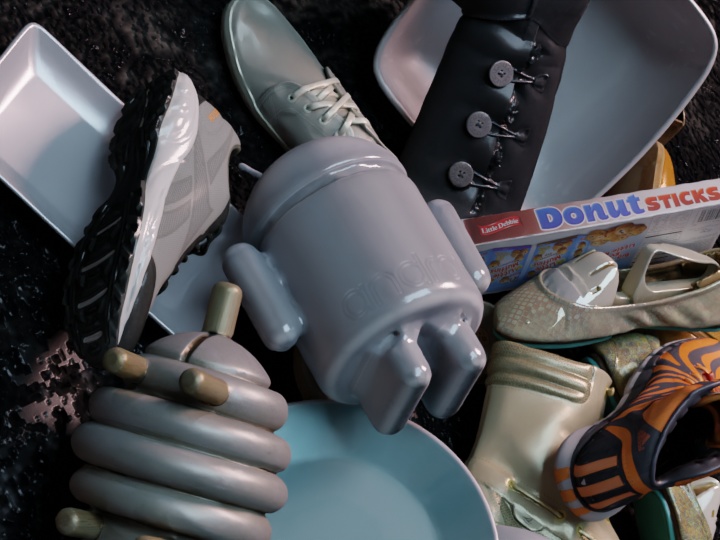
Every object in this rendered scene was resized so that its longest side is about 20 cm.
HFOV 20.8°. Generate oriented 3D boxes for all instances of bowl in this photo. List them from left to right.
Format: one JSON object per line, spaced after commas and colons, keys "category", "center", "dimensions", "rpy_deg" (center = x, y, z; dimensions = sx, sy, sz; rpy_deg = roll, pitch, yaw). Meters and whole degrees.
{"category": "bowl", "center": [0.126, -0.155, 1.389], "dimensions": [0.199, 0.200, 0.075], "rpy_deg": [41, 7, -13]}

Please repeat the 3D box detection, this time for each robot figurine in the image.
{"category": "robot figurine", "center": [0.000, 0.000, 1.196], "dimensions": [0.169, 0.113, 0.201], "rpy_deg": [-12, 58, -34]}

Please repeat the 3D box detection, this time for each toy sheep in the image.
{"category": "toy sheep", "center": [-0.100, 0.103, 1.088], "dimensions": [0.137, 0.138, 0.202], "rpy_deg": [23, 83, -29]}

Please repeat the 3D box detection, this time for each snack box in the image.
{"category": "snack box", "center": [0.158, -0.022, 1.351], "dimensions": [0.198, 0.072, 0.024], "rpy_deg": [-9, 61, -16]}

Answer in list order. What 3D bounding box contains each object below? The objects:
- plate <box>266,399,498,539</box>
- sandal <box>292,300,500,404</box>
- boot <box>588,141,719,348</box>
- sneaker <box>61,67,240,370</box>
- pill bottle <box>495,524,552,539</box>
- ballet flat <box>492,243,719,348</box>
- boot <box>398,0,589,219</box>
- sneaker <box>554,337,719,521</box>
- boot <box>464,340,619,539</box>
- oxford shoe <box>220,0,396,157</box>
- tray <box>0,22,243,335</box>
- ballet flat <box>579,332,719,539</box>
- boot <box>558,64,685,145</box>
{"category": "plate", "center": [-0.017, 0.169, 1.160], "dimensions": [0.198, 0.026, 0.202], "rpy_deg": [4, 55, -6]}
{"category": "sandal", "center": [0.036, 0.047, 1.284], "dimensions": [0.199, 0.054, 0.081], "rpy_deg": [-6, 73, -41]}
{"category": "boot", "center": [0.245, 0.017, 1.452], "dimensions": [0.143, 0.071, 0.203], "rpy_deg": [19, 71, -22]}
{"category": "sneaker", "center": [-0.116, -0.026, 1.155], "dimensions": [0.079, 0.074, 0.201], "rpy_deg": [36, 51, -27]}
{"category": "pill bottle", "center": [0.068, 0.261, 1.169], "dimensions": [0.112, 0.112, 0.201], "rpy_deg": [40, 50, -17]}
{"category": "ballet flat", "center": [0.176, 0.011, 1.347], "dimensions": [0.198, 0.063, 0.067], "rpy_deg": [-5, 30, -29]}
{"category": "boot", "center": [0.057, -0.135, 1.324], "dimensions": [0.164, 0.201, 0.066], "rpy_deg": [18, 18, -7]}
{"category": "sneaker", "center": [0.219, 0.095, 1.263], "dimensions": [0.200, 0.112, 0.078], "rpy_deg": [-39, 101, -45]}
{"category": "boot", "center": [0.151, 0.148, 1.308], "dimensions": [0.199, 0.073, 0.157], "rpy_deg": [26, 64, -20]}
{"category": "oxford shoe", "center": [-0.025, -0.100, 1.304], "dimensions": [0.075, 0.058, 0.201], "rpy_deg": [-27, 86, -41]}
{"category": "tray", "center": [-0.156, -0.049, 1.196], "dimensions": [0.200, 0.022, 0.108], "rpy_deg": [43, 50, -15]}
{"category": "ballet flat", "center": [0.214, 0.138, 1.359], "dimensions": [0.070, 0.070, 0.202], "rpy_deg": [-18, 88, -42]}
{"category": "boot", "center": [0.159, -0.149, 1.464], "dimensions": [0.199, 0.075, 0.074], "rpy_deg": [27, 56, -26]}
